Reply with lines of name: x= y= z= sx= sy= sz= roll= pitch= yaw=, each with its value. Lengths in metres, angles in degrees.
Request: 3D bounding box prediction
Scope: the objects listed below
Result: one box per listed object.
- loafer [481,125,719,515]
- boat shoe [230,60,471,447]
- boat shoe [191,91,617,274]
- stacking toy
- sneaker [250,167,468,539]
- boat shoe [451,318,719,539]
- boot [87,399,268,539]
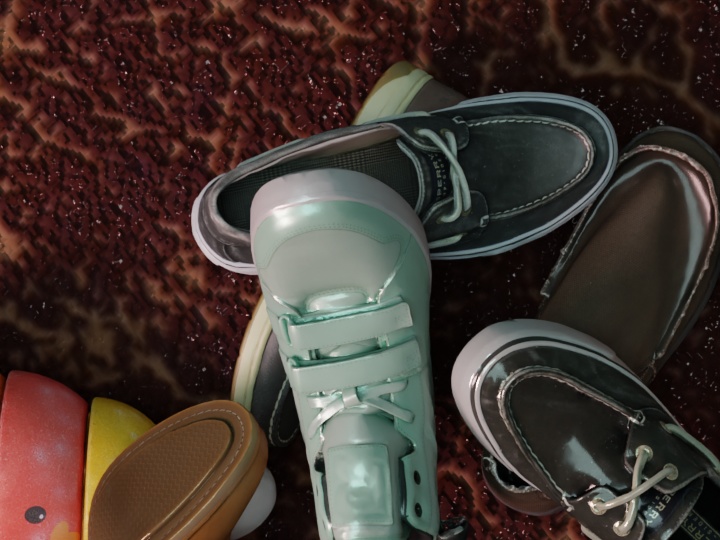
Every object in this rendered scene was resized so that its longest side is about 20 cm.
loafer: x=0.116 y=0.029 z=0.967 sx=0.073 sy=0.071 sz=0.200 roll=23 pitch=97 yaw=10
boat shoe: x=0.000 y=0.000 z=0.991 sx=0.065 sy=0.073 sz=0.200 roll=26 pitch=97 yaw=15
boat shoe: x=0.024 y=-0.035 z=0.927 sx=0.200 sy=0.071 sz=0.072 roll=-15 pitch=89 yaw=-7
stacking toy: x=-0.141 y=0.103 z=1.012 sx=0.199 sy=0.146 sz=0.147 roll=1 pitch=92 yaw=-4
sneaker: x=0.003 y=0.051 z=0.888 sx=0.074 sy=0.201 sz=0.118 roll=-11 pitch=51 yaw=7
boat shoe: x=0.126 y=0.093 z=0.924 sx=0.200 sy=0.064 sz=0.071 roll=37 pitch=96 yaw=-24
boot: x=-0.066 y=0.158 z=0.978 sx=0.155 sy=0.074 sz=0.200 roll=28 pitch=113 yaw=-32
